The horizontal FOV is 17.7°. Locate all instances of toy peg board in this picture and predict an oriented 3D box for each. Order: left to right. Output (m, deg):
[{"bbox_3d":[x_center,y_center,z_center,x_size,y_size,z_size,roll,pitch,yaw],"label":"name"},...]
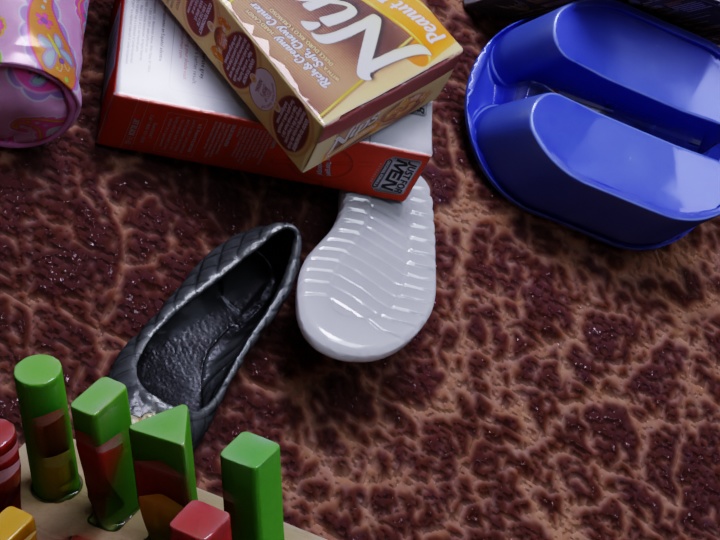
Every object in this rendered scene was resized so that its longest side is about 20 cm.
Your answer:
[{"bbox_3d":[-0.143,0.141,1.142,0.199,0.098,0.199,18,41,27],"label":"toy peg board"}]

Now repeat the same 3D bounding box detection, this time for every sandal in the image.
[{"bbox_3d":[0.007,0.003,1.426,0.082,0.050,0.203,21,36,0],"label":"sandal"}]

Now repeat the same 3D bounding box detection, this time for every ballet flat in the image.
[{"bbox_3d":[-0.094,0.040,1.332,0.066,0.057,0.200,35,48,-7],"label":"ballet flat"}]

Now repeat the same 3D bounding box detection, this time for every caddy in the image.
[{"bbox_3d":[0.168,-0.097,1.563,0.199,0.105,0.142,21,75,-18],"label":"caddy"}]

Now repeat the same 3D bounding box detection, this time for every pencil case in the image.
[{"bbox_3d":[-0.204,-0.172,1.387,0.087,0.087,0.201,15,53,-24],"label":"pencil case"}]

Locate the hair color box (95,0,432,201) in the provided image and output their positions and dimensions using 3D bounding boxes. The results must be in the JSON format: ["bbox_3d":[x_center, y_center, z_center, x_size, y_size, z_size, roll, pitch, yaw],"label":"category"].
[{"bbox_3d":[-0.057,-0.115,1.428,0.199,0.061,0.102,11,59,-13],"label":"hair color box"}]

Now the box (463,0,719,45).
[{"bbox_3d":[0.186,-0.194,1.574,0.158,0.200,0.049,15,82,-24],"label":"box"}]

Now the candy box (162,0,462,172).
[{"bbox_3d":[-0.046,-0.168,1.392,0.115,0.055,0.200,-30,74,-31],"label":"candy box"}]
